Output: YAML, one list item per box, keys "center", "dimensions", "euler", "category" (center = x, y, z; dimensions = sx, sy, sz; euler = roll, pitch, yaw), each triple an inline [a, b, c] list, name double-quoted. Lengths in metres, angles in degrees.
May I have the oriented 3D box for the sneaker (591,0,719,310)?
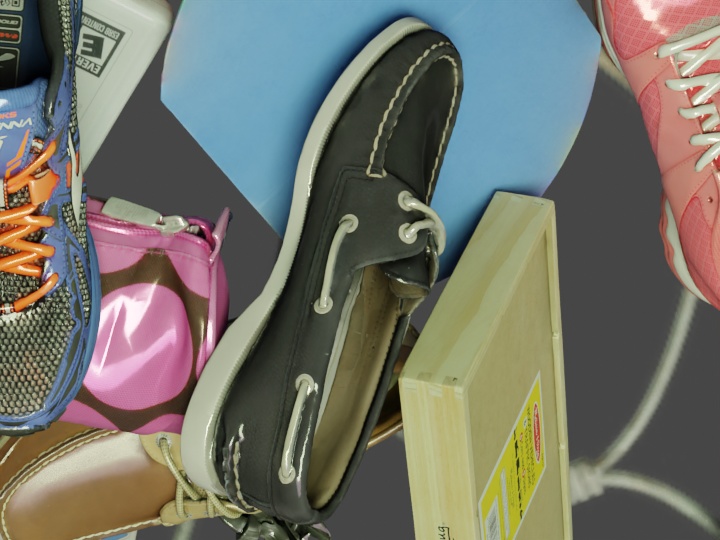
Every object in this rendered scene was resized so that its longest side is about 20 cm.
- center: [0.155, -0.061, 0.851]
  dimensions: [0.073, 0.087, 0.201]
  euler: [-21, 117, 0]
  category: "sneaker"

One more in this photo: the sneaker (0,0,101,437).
- center: [-0.131, -0.041, 0.720]
  dimensions: [0.075, 0.078, 0.202]
  euler: [-5, 90, -6]
  category: "sneaker"

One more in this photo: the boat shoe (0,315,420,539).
- center: [-0.061, 0.066, 0.859]
  dimensions: [0.199, 0.074, 0.076]
  euler: [-26, 125, -12]
  category: "boat shoe"

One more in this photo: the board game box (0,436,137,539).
- center: [-0.147, 0.118, 0.905]
  dimensions: [0.095, 0.030, 0.202]
  euler: [-1, 119, -29]
  category: "board game box"

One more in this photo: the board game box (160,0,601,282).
- center: [0.006, -0.087, 0.833]
  dimensions: [0.158, 0.039, 0.200]
  euler: [-44, 128, -3]
  category: "board game box"

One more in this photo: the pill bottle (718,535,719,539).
- center: [0.197, 0.205, 0.972]
  dimensions: [0.111, 0.112, 0.202]
  euler: [2, 115, -11]
  category: "pill bottle"

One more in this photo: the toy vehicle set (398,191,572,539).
- center: [0.057, 0.085, 0.868]
  dimensions: [0.026, 0.125, 0.201]
  euler: [8, 128, 20]
  category: "toy vehicle set"

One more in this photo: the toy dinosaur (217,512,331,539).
- center: [-0.021, 0.167, 0.897]
  dimensions: [0.102, 0.136, 0.200]
  euler: [-35, 159, -9]
  category: "toy dinosaur"

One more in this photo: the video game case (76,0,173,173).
- center: [-0.202, -0.075, 0.802]
  dimensions: [0.199, 0.023, 0.182]
  euler: [25, 119, -20]
  category: "video game case"

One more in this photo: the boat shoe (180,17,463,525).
- center: [0.000, 0.000, 0.778]
  dimensions: [0.201, 0.060, 0.074]
  euler: [-63, 145, -12]
  category: "boat shoe"

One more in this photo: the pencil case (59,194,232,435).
- center: [-0.150, 0.004, 0.794]
  dimensions: [0.198, 0.091, 0.094]
  euler: [7, 134, -7]
  category: "pencil case"
